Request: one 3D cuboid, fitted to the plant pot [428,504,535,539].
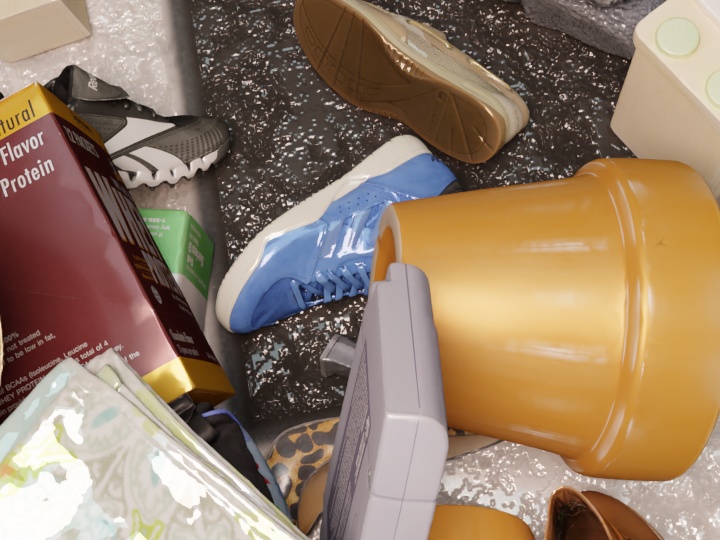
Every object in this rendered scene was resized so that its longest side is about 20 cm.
[{"bbox_3d":[0.052,0.250,0.717,0.199,0.200,0.184,-4,58,3],"label":"plant pot"}]

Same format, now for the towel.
[{"bbox_3d":[-0.130,0.158,0.540,0.171,0.048,0.200,39,80,14],"label":"towel"}]

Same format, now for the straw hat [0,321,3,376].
[{"bbox_3d":[-0.256,0.042,0.610,0.200,0.085,0.202,0,91,10],"label":"straw hat"}]

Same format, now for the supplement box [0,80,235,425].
[{"bbox_3d":[-0.215,0.033,0.718,0.197,0.133,0.200,-29,82,0],"label":"supplement box"}]

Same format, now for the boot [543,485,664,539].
[{"bbox_3d":[0.145,0.174,0.709,0.074,0.155,0.200,-33,35,7],"label":"boot"}]

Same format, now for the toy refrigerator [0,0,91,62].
[{"bbox_3d":[-0.279,-0.275,0.950,0.076,0.070,0.201,-18,72,6],"label":"toy refrigerator"}]

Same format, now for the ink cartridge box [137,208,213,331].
[{"bbox_3d":[-0.191,0.061,0.834,0.145,0.084,0.201,2,74,5],"label":"ink cartridge box"}]

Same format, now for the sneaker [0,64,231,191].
[{"bbox_3d":[-0.181,-0.103,0.846,0.199,0.091,0.066,-13,26,-31],"label":"sneaker"}]

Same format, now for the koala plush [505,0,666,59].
[{"bbox_3d":[0.174,-0.297,0.876,0.183,0.177,0.201,25,80,21],"label":"koala plush"}]

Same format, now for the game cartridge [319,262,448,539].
[{"bbox_3d":[0.008,0.113,0.625,0.041,0.201,0.133,9,38,-4],"label":"game cartridge"}]

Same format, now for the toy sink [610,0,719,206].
[{"bbox_3d":[0.261,-0.142,0.804,0.130,0.200,0.112,-38,75,-7],"label":"toy sink"}]

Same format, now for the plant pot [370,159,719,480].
[{"bbox_3d":[0.103,0.027,0.739,0.182,0.200,0.201,3,73,-8],"label":"plant pot"}]

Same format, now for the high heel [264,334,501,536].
[{"bbox_3d":[0.007,0.148,0.799,0.142,0.071,0.200,20,67,16],"label":"high heel"}]

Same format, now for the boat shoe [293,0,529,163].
[{"bbox_3d":[0.037,-0.155,0.899,0.200,0.072,0.065,35,42,17],"label":"boat shoe"}]

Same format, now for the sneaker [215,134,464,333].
[{"bbox_3d":[0.000,-0.001,0.843,0.200,0.077,0.111,-38,65,-14],"label":"sneaker"}]

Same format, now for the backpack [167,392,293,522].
[{"bbox_3d":[-0.111,0.196,0.656,0.182,0.200,0.147,-24,54,-5],"label":"backpack"}]
